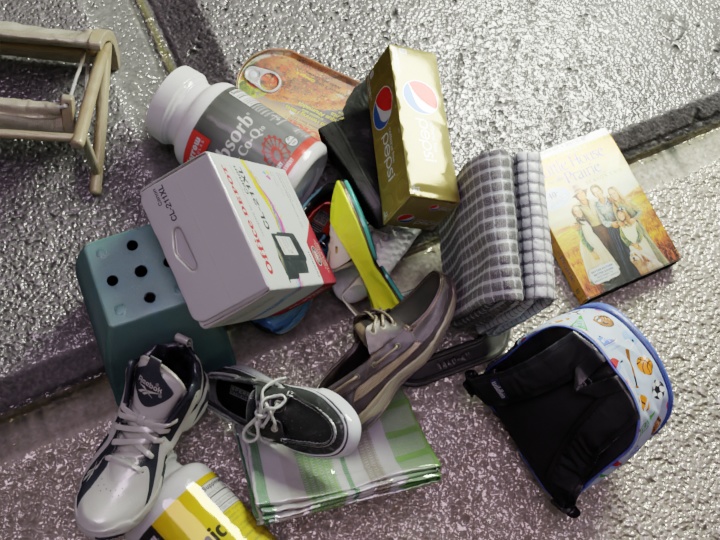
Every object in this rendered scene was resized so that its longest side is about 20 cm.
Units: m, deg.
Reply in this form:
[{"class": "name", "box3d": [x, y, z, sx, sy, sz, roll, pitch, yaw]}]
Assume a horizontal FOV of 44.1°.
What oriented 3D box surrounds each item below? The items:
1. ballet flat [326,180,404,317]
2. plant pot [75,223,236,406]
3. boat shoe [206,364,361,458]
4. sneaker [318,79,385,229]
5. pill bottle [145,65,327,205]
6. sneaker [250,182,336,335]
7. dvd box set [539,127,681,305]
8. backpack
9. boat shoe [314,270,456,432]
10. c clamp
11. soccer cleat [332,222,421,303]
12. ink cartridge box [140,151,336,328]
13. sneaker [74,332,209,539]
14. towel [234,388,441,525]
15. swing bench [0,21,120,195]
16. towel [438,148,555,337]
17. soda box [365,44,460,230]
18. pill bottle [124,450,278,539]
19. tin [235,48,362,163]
[{"class": "ballet flat", "box3d": [0.000, 0.000, 0.998, 0.067, 0.067, 0.201, -27, 102, 1]}, {"class": "plant pot", "box3d": [-0.218, 0.036, 0.935, 0.140, 0.200, 0.142, -19, 73, -14]}, {"class": "boat shoe", "box3d": [-0.092, 0.144, 0.920, 0.198, 0.068, 0.074, 22, 100, 34]}, {"class": "sneaker", "box3d": [0.020, -0.144, 1.054, 0.104, 0.060, 0.200, -25, 54, -8]}, {"class": "pill bottle", "box3d": [-0.148, -0.150, 1.058, 0.199, 0.116, 0.116, 33, 69, 6]}, {"class": "sneaker", "box3d": [-0.074, -0.022, 1.033, 0.078, 0.090, 0.201, 25, 72, 3]}, {"class": "dvd box set", "box3d": [0.298, -0.072, 1.133, 0.145, 0.029, 0.201, -20, 74, -14]}, {"class": "backpack", "box3d": [0.242, 0.134, 0.964, 0.153, 0.191, 0.201, -30, 75, -33]}, {"class": "boat shoe", "box3d": [0.026, 0.078, 0.944, 0.073, 0.074, 0.201, 39, 83, -23]}, {"class": "c clamp", "box3d": [0.094, 0.043, 1.069, 0.199, 0.027, 0.172, -24, 79, -17]}, {"class": "soccer cleat", "box3d": [0.034, -0.047, 1.059, 0.068, 0.085, 0.200, 39, 69, 8]}, {"class": "ink cartridge box", "box3d": [-0.115, -0.029, 0.898, 0.082, 0.200, 0.147, -27, 84, 15]}, {"class": "sneaker", "box3d": [-0.206, 0.142, 0.834, 0.079, 0.130, 0.199, 25, 49, 14]}, {"class": "towel", "box3d": [-0.028, 0.189, 0.951, 0.198, 0.031, 0.150, -12, 35, -12]}, {"class": "swing bench", "box3d": [-0.400, -0.211, 1.042, 0.197, 0.130, 0.202, 3, 69, -6]}, {"class": "towel", "box3d": [0.137, -0.024, 0.979, 0.085, 0.200, 0.167, -1, 75, -13]}, {"class": "soda box", "box3d": [0.056, -0.149, 0.996, 0.063, 0.068, 0.202, 5, 62, -25]}, {"class": "pill bottle", "box3d": [-0.168, 0.268, 0.902, 0.200, 0.111, 0.111, 43, 70, 10]}, {"class": "tin", "box3d": [-0.064, -0.207, 1.133, 0.199, 0.042, 0.113, 26, 65, 2]}]
